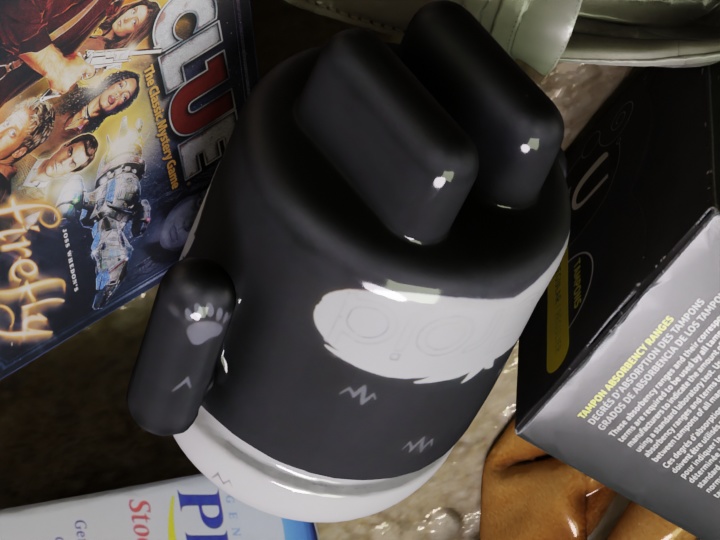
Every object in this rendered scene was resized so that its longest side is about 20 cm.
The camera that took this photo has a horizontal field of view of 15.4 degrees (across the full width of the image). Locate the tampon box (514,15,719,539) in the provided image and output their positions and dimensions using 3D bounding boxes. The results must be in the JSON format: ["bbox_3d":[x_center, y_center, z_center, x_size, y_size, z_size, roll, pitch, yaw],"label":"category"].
[{"bbox_3d":[0.173,0.025,1.021,0.199,0.150,0.126,31,122,-15],"label":"tampon box"}]

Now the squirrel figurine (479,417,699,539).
[{"bbox_3d":[0.115,0.176,1.168,0.141,0.187,0.200,23,123,-36],"label":"squirrel figurine"}]

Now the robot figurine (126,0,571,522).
[{"bbox_3d":[-0.002,-0.001,0.941,0.149,0.125,0.200,12,135,-13],"label":"robot figurine"}]

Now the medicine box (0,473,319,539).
[{"bbox_3d":[-0.122,0.153,1.065,0.199,0.104,0.182,-10,169,-12],"label":"medicine box"}]

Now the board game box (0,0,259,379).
[{"bbox_3d":[-0.100,-0.067,0.922,0.135,0.035,0.201,-32,142,-23],"label":"board game box"}]

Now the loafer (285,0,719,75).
[{"bbox_3d":[0.058,-0.107,0.949,0.199,0.070,0.070,-1,133,-20],"label":"loafer"}]
